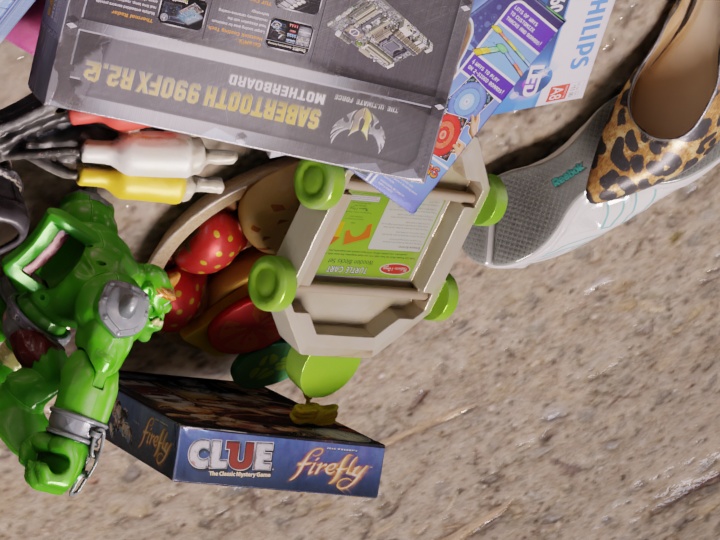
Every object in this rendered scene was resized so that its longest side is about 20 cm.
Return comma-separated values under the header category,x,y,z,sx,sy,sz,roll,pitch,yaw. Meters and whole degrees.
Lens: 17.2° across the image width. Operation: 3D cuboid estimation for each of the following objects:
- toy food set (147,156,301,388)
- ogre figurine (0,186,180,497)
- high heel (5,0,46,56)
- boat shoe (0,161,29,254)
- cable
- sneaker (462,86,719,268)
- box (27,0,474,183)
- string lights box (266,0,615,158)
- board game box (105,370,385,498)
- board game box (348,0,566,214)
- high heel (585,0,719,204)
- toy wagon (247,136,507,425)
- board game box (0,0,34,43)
category,x,y,z,sx,sy,sz,roll,pitch,yaw
toy food set,-0.041,-0.004,1.495,0.200,0.049,0.198,-34,149,16
ogre figurine,-0.167,0.031,1.342,0.098,0.200,0.120,31,107,-10
high heel,-0.168,-0.113,1.206,0.096,0.067,0.200,-23,148,-12
boat shoe,-0.278,-0.009,1.302,0.199,0.060,0.074,-20,150,-9
cable,-0.162,-0.063,1.187,0.199,0.050,0.097,-11,137,-13
sneaker,0.158,-0.062,1.543,0.200,0.071,0.080,-27,165,10
box,-0.044,-0.139,1.147,0.199,0.048,0.159,10,103,-19
string lights box,0.037,-0.134,1.334,0.199,0.059,0.103,-12,144,-21
board game box,-0.088,0.099,1.483,0.135,0.200,0.035,7,95,-27
board game box,-0.002,-0.133,1.234,0.200,0.034,0.136,35,97,-37
high heel,0.187,-0.130,1.428,0.200,0.071,0.142,-48,153,7
toy wagon,0.000,0.000,1.415,0.155,0.040,0.200,5,118,-46
board game box,-0.246,-0.128,1.087,0.199,0.062,0.200,10,137,-20
